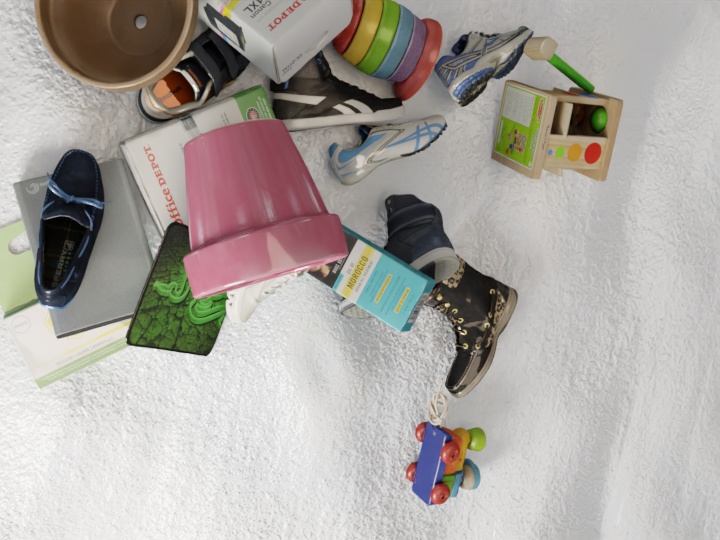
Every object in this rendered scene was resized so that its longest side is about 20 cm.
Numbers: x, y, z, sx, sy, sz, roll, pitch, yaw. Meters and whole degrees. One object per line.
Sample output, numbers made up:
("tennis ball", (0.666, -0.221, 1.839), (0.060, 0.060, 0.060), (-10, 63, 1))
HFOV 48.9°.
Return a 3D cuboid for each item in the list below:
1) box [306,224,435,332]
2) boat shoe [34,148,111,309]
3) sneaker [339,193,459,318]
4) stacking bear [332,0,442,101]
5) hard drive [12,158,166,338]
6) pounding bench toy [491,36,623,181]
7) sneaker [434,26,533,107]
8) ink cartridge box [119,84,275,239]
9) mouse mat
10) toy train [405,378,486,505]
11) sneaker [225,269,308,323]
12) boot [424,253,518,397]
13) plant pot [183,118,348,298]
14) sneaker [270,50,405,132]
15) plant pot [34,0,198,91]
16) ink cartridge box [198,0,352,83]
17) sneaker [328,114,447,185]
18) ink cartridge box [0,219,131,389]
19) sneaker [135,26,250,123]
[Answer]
("box", (0.000, 0.000, 1.109), (0.199, 0.049, 0.083), (31, 97, 19))
("boat shoe", (-0.345, -0.056, 0.954), (0.083, 0.069, 0.203), (3, 74, -16))
("sneaker", (0.043, -0.025, 1.185), (0.201, 0.148, 0.077), (-30, 147, 21))
("stacking bear", (0.005, -0.336, 1.114), (0.198, 0.114, 0.123), (18, 89, -19))
("hard drive", (-0.343, -0.031, 1.004), (0.138, 0.033, 0.202), (-16, 82, -20))
("pounding bench toy", (0.315, -0.252, 1.218), (0.154, 0.124, 0.202), (-2, 112, -23))
("sneaker", (0.188, -0.335, 1.204), (0.085, 0.077, 0.200), (44, 57, 11))
("ink cartridge box", (-0.201, -0.141, 1.058), (0.198, 0.083, 0.148), (-26, 107, -19))
("mouse mat", (-0.222, 0.031, 1.039), (0.163, 0.007, 0.200), (-70, 158, -2))
("toy train", (0.153, 0.265, 1.251), (0.115, 0.084, 0.203), (3, 106, -34))
("sneaker", (-0.117, -0.005, 1.092), (0.081, 0.075, 0.201), (33, 100, 9))
("boot", (0.151, 0.080, 1.241), (0.150, 0.073, 0.201), (35, 79, -24))
("plant pot", (-0.130, -0.078, 0.960), (0.198, 0.200, 0.181), (-15, 89, -21))
("sneaker", (-0.030, -0.262, 1.122), (0.198, 0.073, 0.113), (-10, 102, -20))
("plant pot", (-0.287, -0.319, 0.976), (0.198, 0.093, 0.204), (0, 93, 7))
("ink cartridge box", (-0.126, -0.361, 1.009), (0.200, 0.083, 0.146), (41, 74, 14))
("sneaker", (0.044, -0.193, 1.166), (0.199, 0.072, 0.073), (-28, 99, -21))
("ink cartridge box", (-0.390, 0.029, 1.019), (0.144, 0.048, 0.202), (-26, 107, -19))
("sneaker", (-0.206, -0.266, 1.045), (0.200, 0.079, 0.079), (-45, 110, -14))
